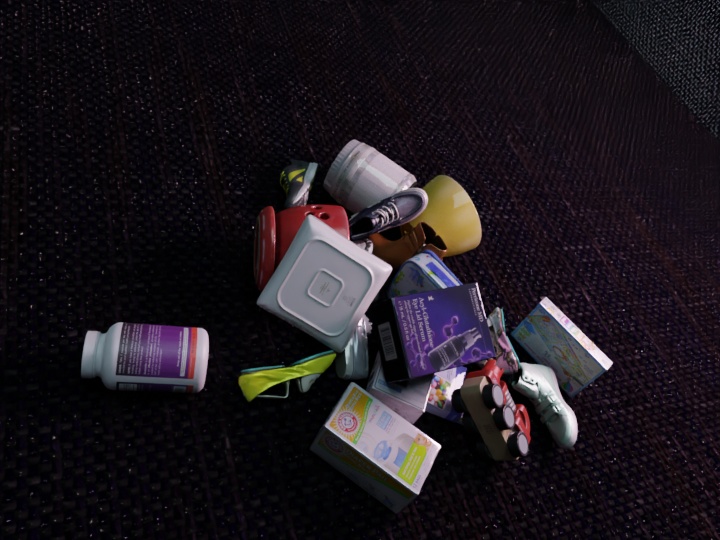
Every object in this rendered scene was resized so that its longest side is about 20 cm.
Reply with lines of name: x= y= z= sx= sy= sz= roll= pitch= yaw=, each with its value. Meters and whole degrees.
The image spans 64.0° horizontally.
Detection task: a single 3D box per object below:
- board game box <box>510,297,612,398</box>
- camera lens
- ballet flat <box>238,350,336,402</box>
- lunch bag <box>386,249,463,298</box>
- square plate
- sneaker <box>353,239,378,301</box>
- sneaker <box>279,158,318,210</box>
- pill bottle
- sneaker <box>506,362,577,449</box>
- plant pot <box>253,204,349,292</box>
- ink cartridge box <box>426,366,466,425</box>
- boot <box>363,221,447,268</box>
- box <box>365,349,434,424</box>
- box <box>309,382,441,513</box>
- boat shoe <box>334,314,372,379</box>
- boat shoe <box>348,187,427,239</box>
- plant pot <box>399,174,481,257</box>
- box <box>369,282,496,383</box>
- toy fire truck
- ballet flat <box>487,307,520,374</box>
board game box: x=0.456 y=0.178 z=1.323 sx=0.034 sy=0.135 sz=0.200 roll=-28 pitch=68 yaw=-38
camera lens: x=0.028 y=-0.207 z=1.424 sx=0.199 sy=0.161 sz=0.160 roll=35 pitch=47 yaw=7
ballet flat: x=-0.133 y=0.204 z=1.093 sx=0.197 sy=0.067 sz=0.068 roll=-9 pitch=78 yaw=-27
lunch bag: x=0.161 y=0.067 z=1.262 sx=0.082 sy=0.162 sz=0.200 roll=-29 pitch=68 yaw=-38
square plate: x=-0.067 y=0.030 z=1.102 sx=0.196 sy=0.202 sz=0.028 roll=31 pitch=4 yaw=-10
sneaker: x=0.000 y=0.000 z=1.300 sx=0.073 sy=0.086 sz=0.201 roll=-9 pitch=31 yaw=0
sneaker: x=-0.164 y=-0.204 z=1.406 sx=0.083 sy=0.075 sz=0.201 roll=17 pitch=39 yaw=-2
pill bottle: x=-0.366 y=0.149 z=0.989 sx=0.197 sy=0.113 sz=0.114 roll=7 pitch=50 yaw=-19
sneaker: x=0.382 y=0.287 z=1.240 sx=0.116 sy=0.074 sz=0.202 roll=15 pitch=38 yaw=-21
plant pot: x=-0.126 y=-0.037 z=1.193 sx=0.179 sy=0.202 sz=0.203 roll=2 pitch=52 yaw=-16
ink cartridge box: x=0.151 y=0.236 z=1.204 sx=0.197 sy=0.042 sz=0.120 roll=24 pitch=47 yaw=-7
boot: x=0.103 y=-0.058 z=1.340 sx=0.076 sy=0.156 sz=0.200 roll=-30 pitch=69 yaw=-38
box: x=0.089 y=0.186 z=1.151 sx=0.115 sy=0.060 sz=0.202 roll=25 pitch=49 yaw=-2
box: x=0.024 y=0.317 z=1.036 sx=0.199 sy=0.102 sz=0.113 roll=35 pitch=47 yaw=6
boat shoe: x=-0.013 y=0.127 z=1.192 sx=0.070 sy=0.070 sz=0.204 roll=11 pitch=64 yaw=-26
boat shoe: x=0.059 y=-0.122 z=1.299 sx=0.076 sy=0.198 sz=0.093 roll=63 pitch=16 yaw=-10
plant pot: x=0.179 y=-0.111 z=1.416 sx=0.141 sy=0.201 sz=0.201 roll=-29 pitch=67 yaw=-16
box: x=0.135 y=0.116 z=1.086 sx=0.197 sy=0.104 sz=0.151 roll=-10 pitch=80 yaw=-26
toy fire truck: x=0.275 y=0.263 z=1.184 sx=0.178 sy=0.127 sz=0.200 roll=60 pitch=40 yaw=-12
ballet flat: x=0.309 y=0.158 z=1.316 sx=0.070 sy=0.070 sz=0.201 roll=-12 pitch=36 yaw=8
